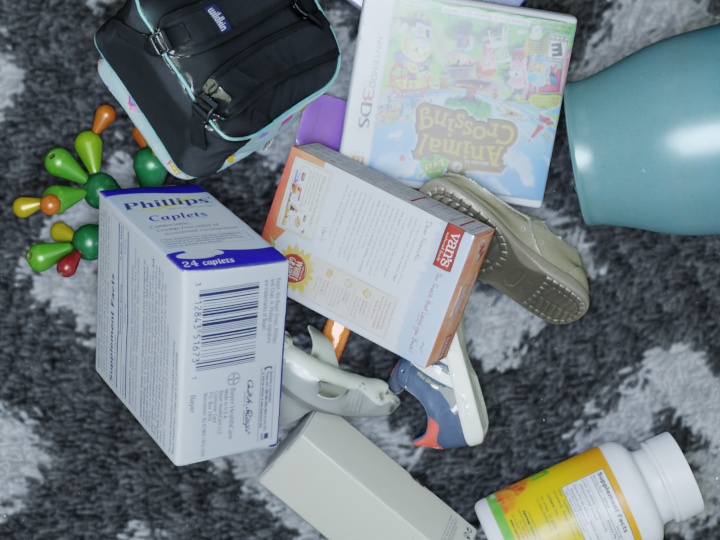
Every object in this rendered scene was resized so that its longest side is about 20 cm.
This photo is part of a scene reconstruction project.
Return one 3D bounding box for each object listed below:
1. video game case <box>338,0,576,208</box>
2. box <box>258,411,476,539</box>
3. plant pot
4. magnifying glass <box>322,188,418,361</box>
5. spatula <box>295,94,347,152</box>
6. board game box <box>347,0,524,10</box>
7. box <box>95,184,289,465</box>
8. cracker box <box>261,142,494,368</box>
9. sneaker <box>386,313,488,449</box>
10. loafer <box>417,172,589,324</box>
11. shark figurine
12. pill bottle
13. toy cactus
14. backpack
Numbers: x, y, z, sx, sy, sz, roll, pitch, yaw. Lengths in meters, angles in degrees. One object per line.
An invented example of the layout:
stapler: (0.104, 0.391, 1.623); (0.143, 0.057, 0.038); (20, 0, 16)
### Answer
video game case: (0.088, -0.162, 1.634); (0.198, 0.022, 0.184); (9, 107, -3)
box: (0.008, 0.223, 1.661); (0.200, 0.068, 0.082); (41, 122, -5)
plant pot: (0.286, -0.120, 1.605); (0.186, 0.200, 0.202); (-9, 95, 12)
magnifying glass: (0.000, 0.000, 1.682); (0.079, 0.022, 0.202); (21, 92, -4)
spatula: (0.038, -0.117, 1.672); (0.198, 0.021, 0.057); (16, 98, -4)
board game box: (0.075, -0.312, 1.648); (0.199, 0.041, 0.201); (35, 93, -4)
box: (-0.153, 0.042, 1.558); (0.104, 0.200, 0.186); (-8, 116, -28)
cracker box: (0.009, -0.016, 1.613); (0.199, 0.058, 0.135); (28, 109, 20)
sneaker: (0.059, 0.073, 1.665); (0.084, 0.075, 0.202); (-13, 88, 12)
loafer: (0.135, -0.027, 1.653); (0.200, 0.069, 0.076); (39, 129, -16)
shark figurine: (-0.077, 0.093, 1.615); (0.214, 0.128, 0.090); (35, 112, 9)
pill bottle: (0.218, 0.230, 1.660); (0.198, 0.111, 0.112); (-24, 95, 0)
toy cactus: (-0.221, -0.064, 1.641); (0.165, 0.102, 0.201); (37, 82, -14)
backpack: (-0.125, -0.191, 1.588); (0.200, 0.153, 0.176); (-37, 90, -36)
